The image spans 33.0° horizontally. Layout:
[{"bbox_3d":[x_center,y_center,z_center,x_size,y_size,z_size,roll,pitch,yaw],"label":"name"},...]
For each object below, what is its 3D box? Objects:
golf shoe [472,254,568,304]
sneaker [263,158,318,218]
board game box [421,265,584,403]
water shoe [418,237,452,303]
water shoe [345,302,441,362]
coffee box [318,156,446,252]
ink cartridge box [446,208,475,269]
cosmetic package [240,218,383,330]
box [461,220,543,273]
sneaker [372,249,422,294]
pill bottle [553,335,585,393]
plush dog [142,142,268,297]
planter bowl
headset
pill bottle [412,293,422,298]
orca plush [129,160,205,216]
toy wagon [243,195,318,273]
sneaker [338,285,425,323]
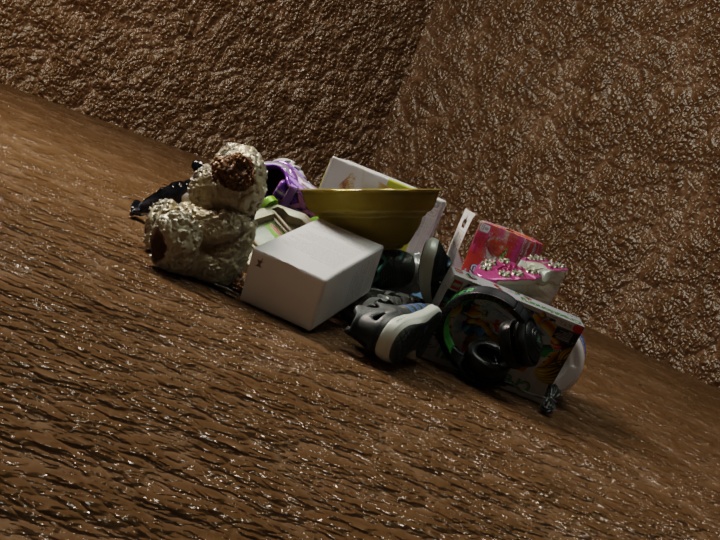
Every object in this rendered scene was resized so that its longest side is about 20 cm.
[{"bbox_3d":[0.220,0.030,1.704,0.075,0.092,0.200,27,19,37],"label":"golf shoe"},{"bbox_3d":[-0.089,-0.101,1.817,0.200,0.081,0.088,38,8,22],"label":"sneaker"},{"bbox_3d":[0.183,0.087,1.631,0.199,0.127,0.035,21,19,-13],"label":"board game box"},{"bbox_3d":[0.131,0.035,1.668,0.079,0.201,0.072,1,43,17],"label":"water shoe"},{"bbox_3d":[0.042,0.062,1.484,0.079,0.072,0.200,29,7,14],"label":"water shoe"},{"bbox_3d":[0.015,-0.061,2.023,0.197,0.200,0.200,23,6,4],"label":"coffee box"},{"bbox_3d":[0.167,0.000,2.059,0.050,0.201,0.162,23,5,-3],"label":"ink cartridge box"},{"bbox_3d":[-0.057,0.001,1.517,0.101,0.072,0.200,24,20,16],"label":"cosmetic package"},{"bbox_3d":[0.201,0.031,1.887,0.095,0.201,0.100,23,5,15],"label":"box"},{"bbox_3d":[0.000,0.000,1.731,0.200,0.078,0.091,-14,-21,43],"label":"sneaker"},{"bbox_3d":[0.277,0.121,1.798,0.112,0.112,0.200,24,6,10],"label":"pill bottle"},{"bbox_3d":[-0.169,-0.074,1.496,0.160,0.172,0.200,22,4,-15],"label":"plush dog"},{"bbox_3d":[0.013,-0.071,1.659,0.199,0.084,0.200,1,4,0],"label":"planter bowl"},{"bbox_3d":[0.190,0.104,1.582,0.200,0.123,0.094,51,32,-5],"label":"headset"},{"bbox_3d":[0.115,0.053,1.803,0.199,0.109,0.109,24,5,18],"label":"pill bottle"},{"bbox_3d":[-0.243,-0.124,1.796,0.199,0.071,0.105,-9,-10,13],"label":"orca plush"},{"bbox_3d":[-0.095,-0.035,1.678,0.200,0.040,0.155,-21,62,-46],"label":"toy wagon"},{"bbox_3d":[0.029,0.051,1.676,0.090,0.067,0.200,29,9,30],"label":"sneaker"}]
